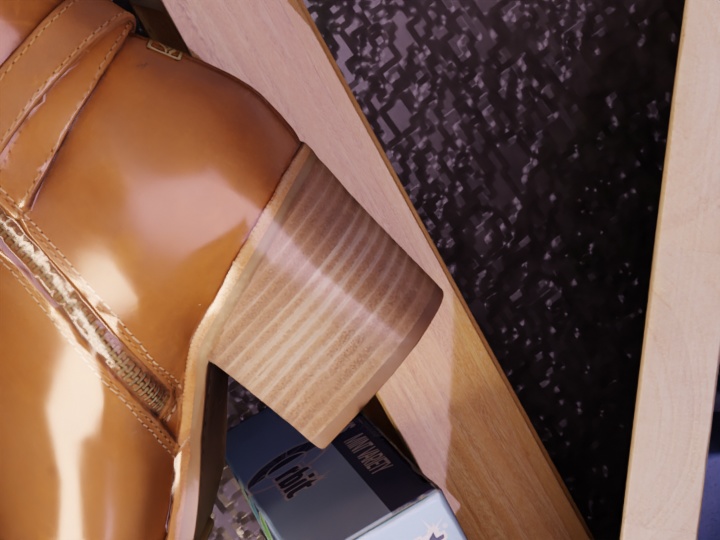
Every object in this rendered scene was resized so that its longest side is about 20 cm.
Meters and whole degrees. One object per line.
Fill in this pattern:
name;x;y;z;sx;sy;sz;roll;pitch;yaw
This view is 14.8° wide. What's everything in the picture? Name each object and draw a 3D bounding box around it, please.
gum box;0.034;0.138;0.771;0.044;0.170;0.201;-28;102;-5
tray;0.000;0.000;0.783;0.037;0.099;0.201;-29;101;-6
sorting toy;0.110;0.021;0.748;0.069;0.200;0.201;7;96;6
boot;-0.095;0.024;0.716;0.155;0.077;0.200;39;112;-7
